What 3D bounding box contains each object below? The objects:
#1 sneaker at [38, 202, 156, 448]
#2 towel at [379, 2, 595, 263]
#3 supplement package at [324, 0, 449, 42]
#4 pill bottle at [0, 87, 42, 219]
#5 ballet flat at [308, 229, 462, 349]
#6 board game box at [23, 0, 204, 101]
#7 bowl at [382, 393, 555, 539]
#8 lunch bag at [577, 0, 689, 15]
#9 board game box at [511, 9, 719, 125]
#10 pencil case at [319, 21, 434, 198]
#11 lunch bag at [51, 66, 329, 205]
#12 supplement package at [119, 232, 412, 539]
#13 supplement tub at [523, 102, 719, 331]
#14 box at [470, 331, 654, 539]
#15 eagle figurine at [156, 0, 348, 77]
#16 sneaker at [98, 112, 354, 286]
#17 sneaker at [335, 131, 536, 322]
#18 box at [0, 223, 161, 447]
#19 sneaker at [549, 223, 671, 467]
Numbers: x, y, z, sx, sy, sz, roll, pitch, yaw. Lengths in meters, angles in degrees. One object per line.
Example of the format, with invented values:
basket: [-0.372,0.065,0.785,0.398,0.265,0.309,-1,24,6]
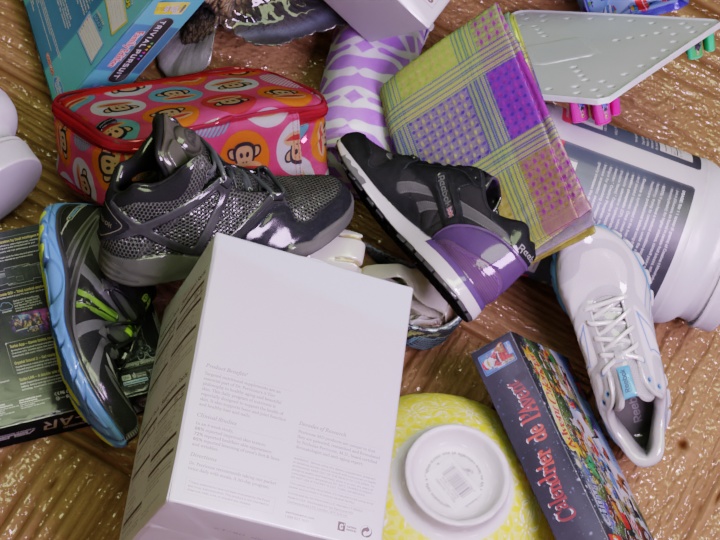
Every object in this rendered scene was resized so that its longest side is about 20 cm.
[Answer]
sneaker: [-0.190,0.034,1.481,0.082,0.071,0.200,-9,63,-9]
towel: [0.094,-0.088,1.544,0.023,0.143,0.201,7,56,-53]
supplement package: [0.046,-0.298,1.588,0.117,0.117,0.200,42,75,-19]
pill bottle: [-0.342,-0.129,1.560,0.112,0.112,0.200,-35,74,-24]
ballet flat: [0.000,0.000,1.546,0.200,0.074,0.074,23,58,-28]
board game box: [-0.197,-0.239,1.595,0.047,0.200,0.151,0,61,-40]
bowl: [0.062,0.172,1.491,0.199,0.108,0.201,4,64,-9]
lunch bag: [0.193,-0.314,1.702,0.094,0.200,0.151,-21,64,19]
board game box: [0.163,-0.169,1.631,0.199,0.026,0.200,9,28,36]
pencil case: [0.011,-0.158,1.665,0.085,0.084,0.201,26,61,-22]
lunch bag: [-0.139,-0.107,1.574,0.199,0.082,0.176,-12,23,-27]
supplement package: [-0.068,0.108,1.408,0.151,0.151,0.201,16,62,-14]
supplement tub: [0.209,-0.041,1.608,0.199,0.140,0.141,20,62,0]
box: [0.162,0.151,1.509,0.038,0.137,0.200,-30,69,16]
eagle figurine: [-0.090,-0.256,1.659,0.199,0.151,0.152,-15,85,-32]
sneaker: [-0.095,-0.060,1.459,0.199,0.115,0.076,-9,36,-19]
sneaker: [0.061,-0.050,1.521,0.087,0.076,0.200,-38,55,-3]
box: [-0.257,0.048,1.526,0.199,0.044,0.161,-14,67,-17]
sneaker: [0.201,0.060,1.525,0.075,0.087,0.201,-19,109,7]
